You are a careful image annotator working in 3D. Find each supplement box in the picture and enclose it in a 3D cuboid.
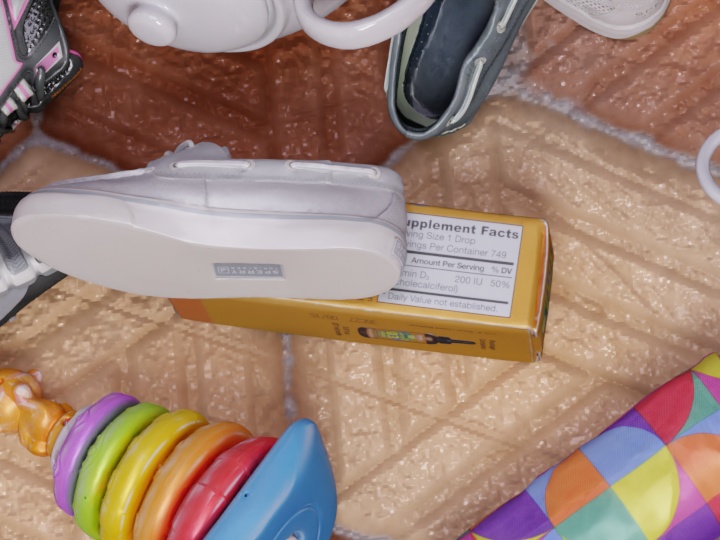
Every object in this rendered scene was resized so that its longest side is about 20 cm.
[{"bbox_3d":[0.000,0.000,1.556,0.200,0.067,0.069,9,75,7],"label":"supplement box"}]

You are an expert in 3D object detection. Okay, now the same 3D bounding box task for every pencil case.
[{"bbox_3d":[0.130,0.127,1.504,0.200,0.088,0.088,-33,75,-2],"label":"pencil case"}]

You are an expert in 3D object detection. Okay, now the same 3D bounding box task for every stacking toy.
[{"bbox_3d":[-0.119,0.105,1.533,0.200,0.110,0.116,26,65,22],"label":"stacking toy"}]

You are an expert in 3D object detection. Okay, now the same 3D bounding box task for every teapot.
[{"bbox_3d":[-0.077,-0.179,1.532,0.197,0.200,0.146,31,62,-18],"label":"teapot"}]

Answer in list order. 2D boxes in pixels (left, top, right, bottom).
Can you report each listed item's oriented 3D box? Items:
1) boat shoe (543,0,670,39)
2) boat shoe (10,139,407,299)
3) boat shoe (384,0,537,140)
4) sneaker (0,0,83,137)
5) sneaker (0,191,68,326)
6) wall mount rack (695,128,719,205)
[{"bbox_3d":[0.077,-0.194,1.594,0.200,0.069,0.071,25,80,11],"label":"boat shoe"},{"bbox_3d":[-0.075,-0.032,1.506,0.200,0.072,0.069,1,58,10],"label":"boat shoe"},{"bbox_3d":[0.062,-0.155,1.539,0.073,0.062,0.200,25,116,7],"label":"boat shoe"},{"bbox_3d":[-0.196,-0.107,1.599,0.086,0.080,0.200,17,84,-1],"label":"sneaker"},{"bbox_3d":[-0.230,0.038,1.562,0.200,0.116,0.075,-20,40,-17],"label":"sneaker"},{"bbox_3d":[0.270,-0.013,1.509,0.200,0.075,0.174,0,53,6],"label":"wall mount rack"}]
